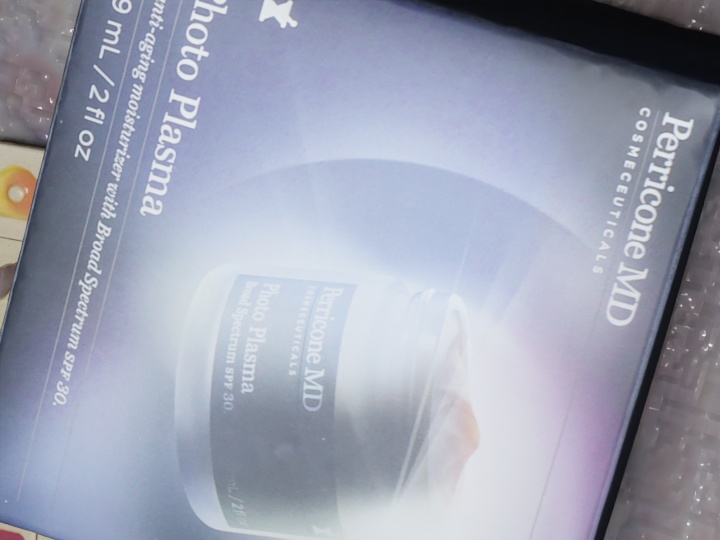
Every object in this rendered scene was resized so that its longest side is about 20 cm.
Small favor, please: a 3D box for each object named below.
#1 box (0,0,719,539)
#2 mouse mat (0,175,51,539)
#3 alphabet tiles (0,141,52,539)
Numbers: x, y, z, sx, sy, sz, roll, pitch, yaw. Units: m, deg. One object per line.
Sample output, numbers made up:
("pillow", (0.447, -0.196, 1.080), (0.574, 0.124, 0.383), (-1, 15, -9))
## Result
("box", (0.000, 0.000, 0.879), (0.198, 0.123, 0.201), (16, 104, 5))
("mouse mat", (-0.126, 0.086, 0.998), (0.161, 0.008, 0.200), (-35, 91, 18))
("alphabet tiles", (-0.141, 0.035, 0.986), (0.199, 0.006, 0.167), (11, 103, 14))
